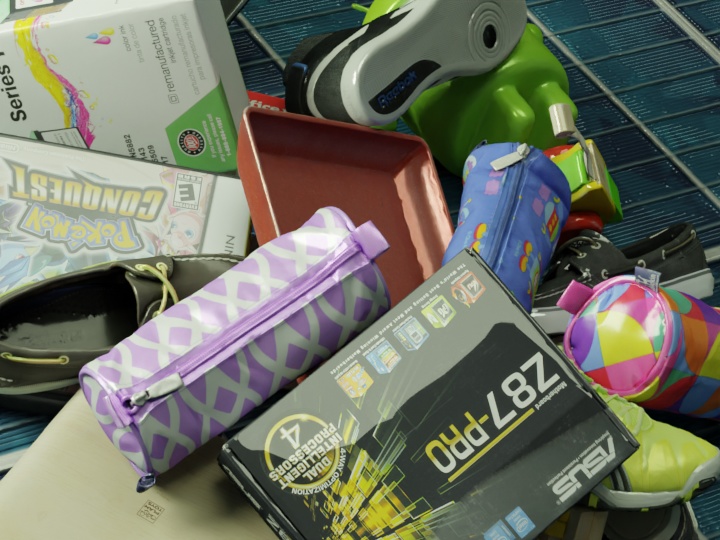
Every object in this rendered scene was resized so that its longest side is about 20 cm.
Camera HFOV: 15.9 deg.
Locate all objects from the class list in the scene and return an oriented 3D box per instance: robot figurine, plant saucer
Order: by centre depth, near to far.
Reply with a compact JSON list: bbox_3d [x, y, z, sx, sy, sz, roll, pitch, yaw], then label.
[{"bbox_3d":[0.000,0.000,1.684,0.199,0.037,0.201,6,62,-52],"label":"plant saucer"},{"bbox_3d":[0.077,-0.148,1.919,0.175,0.116,0.200,-10,45,-36],"label":"robot figurine"}]

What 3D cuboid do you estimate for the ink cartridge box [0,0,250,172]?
[{"bbox_3d":[-0.188,-0.131,1.736,0.198,0.145,0.084,-9,39,8],"label":"ink cartridge box"}]

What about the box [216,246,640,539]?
[{"bbox_3d":[0.040,0.108,1.521,0.200,0.049,0.161,-38,83,-17],"label":"box"}]

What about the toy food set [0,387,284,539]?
[{"bbox_3d":[-0.127,0.162,1.540,0.199,0.061,0.144,28,52,16],"label":"toy food set"}]

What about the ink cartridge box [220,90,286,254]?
[{"bbox_3d":[-0.058,-0.060,1.807,0.115,0.068,0.201,12,40,-5],"label":"ink cartridge box"}]

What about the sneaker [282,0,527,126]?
[{"bbox_3d":[0.021,-0.160,1.815,0.111,0.074,0.200,1,24,43],"label":"sneaker"}]

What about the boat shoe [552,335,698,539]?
[{"bbox_3d":[0.163,0.123,1.690,0.063,0.073,0.200,43,12,-41],"label":"boat shoe"}]

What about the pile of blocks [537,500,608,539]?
[{"bbox_3d":[0.050,0.149,1.596,0.199,0.063,0.082,17,21,14],"label":"pile of blocks"}]

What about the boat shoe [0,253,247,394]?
[{"bbox_3d":[-0.146,0.028,1.610,0.200,0.061,0.072,-15,72,-16],"label":"boat shoe"}]

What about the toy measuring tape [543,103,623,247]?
[{"bbox_3d":[0.137,-0.065,1.814,0.073,0.200,0.074,-5,71,15],"label":"toy measuring tape"}]

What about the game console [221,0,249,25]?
[{"bbox_3d":[-0.187,-0.234,1.932,0.170,0.119,0.200,-9,44,-28],"label":"game console"}]

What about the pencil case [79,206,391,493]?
[{"bbox_3d":[-0.075,0.041,1.530,0.200,0.086,0.084,-36,75,-17],"label":"pencil case"}]

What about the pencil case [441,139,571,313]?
[{"bbox_3d":[0.087,-0.009,1.697,0.077,0.087,0.200,12,38,9],"label":"pencil case"}]

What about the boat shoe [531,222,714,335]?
[{"bbox_3d":[0.166,0.003,1.788,0.199,0.067,0.070,-12,2,-32],"label":"boat shoe"}]

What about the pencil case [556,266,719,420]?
[{"bbox_3d":[0.210,0.052,1.691,0.088,0.089,0.200,46,16,32],"label":"pencil case"}]

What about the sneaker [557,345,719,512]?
[{"bbox_3d":[0.128,0.092,1.588,0.199,0.077,0.075,13,21,4],"label":"sneaker"}]

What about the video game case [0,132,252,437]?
[{"bbox_3d":[-0.175,0.008,1.661,0.198,0.026,0.182,10,66,-7],"label":"video game case"}]
